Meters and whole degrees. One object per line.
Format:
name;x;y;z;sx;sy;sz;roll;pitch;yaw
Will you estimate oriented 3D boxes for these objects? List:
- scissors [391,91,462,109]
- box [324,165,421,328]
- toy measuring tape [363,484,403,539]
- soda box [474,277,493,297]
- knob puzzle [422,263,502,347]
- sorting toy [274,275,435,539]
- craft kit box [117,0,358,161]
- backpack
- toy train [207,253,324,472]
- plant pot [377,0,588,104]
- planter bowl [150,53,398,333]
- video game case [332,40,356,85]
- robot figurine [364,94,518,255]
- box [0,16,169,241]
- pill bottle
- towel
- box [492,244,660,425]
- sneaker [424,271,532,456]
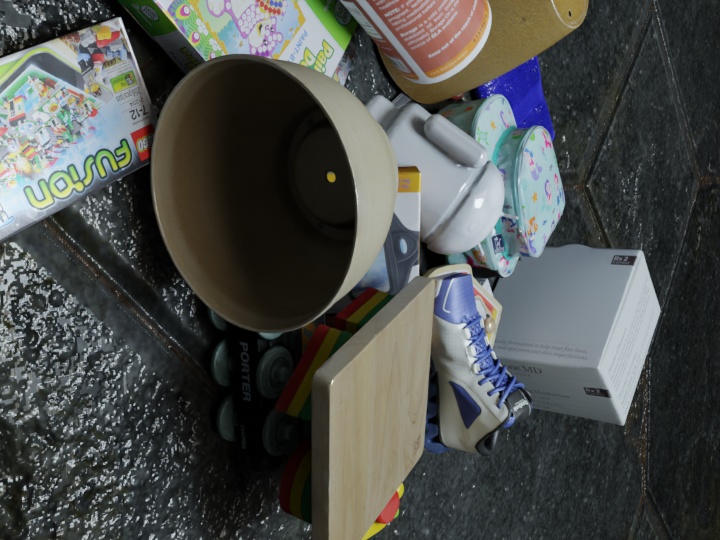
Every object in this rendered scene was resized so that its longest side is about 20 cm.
scissors;0.072;-0.232;0.953;0.199;0.014;0.075;-26;114;-46
box;0.000;0.000;0.787;0.042;0.116;0.205;-103;-168;-75
toy measuring tape;-0.017;0.252;0.834;0.198;0.073;0.075;-11;102;-51
soda box;0.099;0.095;0.970;0.201;0.063;0.069;-52;130;-36
knob puzzle;0.103;0.085;0.902;0.217;0.030;0.225;-4;96;-50
sorting toy;-0.007;0.128;0.715;0.198;0.068;0.204;-39;136;-53
craft kit box;-0.091;-0.237;0.696;0.198;0.048;0.203;49;56;-45
backpack;0.158;-0.109;0.969;0.178;0.148;0.203;-49;121;-46
toy train;-0.077;0.080;0.734;0.113;0.084;0.205;-18;109;-53
plant pot;0.144;-0.296;0.878;0.184;0.197;0.191;0;89;-48
planter bowl;-0.051;-0.068;0.628;0.134;0.197;0.205;-25;112;-55
video game case;-0.076;-0.175;0.765;0.143;0.018;0.204;36;65;-47
robot figurine;0.071;-0.096;0.838;0.199;0.170;0.114;37;61;-2
box;-0.235;-0.096;0.560;0.200;0.034;0.112;-41;123;-42
pill bottle;0.033;-0.275;0.728;0.199;0.111;0.114;38;64;-46
towel;0.216;-0.242;1.100;0.148;0.049;0.202;-50;129;-37
box;0.284;0.081;1.091;0.131;0.196;0.202;55;53;-36
sneaker;0.124;0.104;0.818;0.080;0.113;0.204;-17;111;-51
